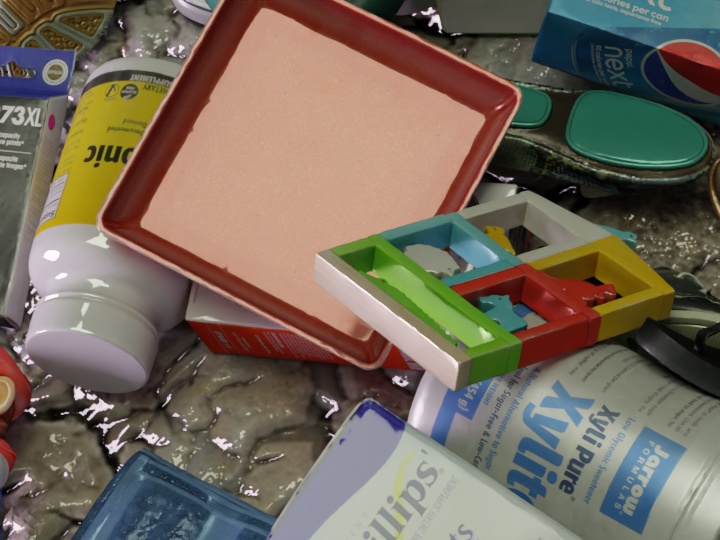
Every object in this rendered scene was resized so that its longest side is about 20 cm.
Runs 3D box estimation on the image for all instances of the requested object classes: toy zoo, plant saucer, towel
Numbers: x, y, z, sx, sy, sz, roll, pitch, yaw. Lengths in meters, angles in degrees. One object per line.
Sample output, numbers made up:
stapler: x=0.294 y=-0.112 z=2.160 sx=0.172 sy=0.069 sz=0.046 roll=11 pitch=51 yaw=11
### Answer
toy zoo: x=0.089 y=0.005 z=1.336 sx=0.199 sy=0.021 sz=0.131 roll=-16 pitch=38 yaw=-36
plant saucer: x=-0.030 y=-0.064 z=1.421 sx=0.199 sy=0.037 sz=0.201 roll=27 pitch=77 yaw=10
towel: x=-0.083 y=0.192 z=1.377 sx=0.199 sy=0.049 sz=0.112 roll=25 pitch=68 yaw=25

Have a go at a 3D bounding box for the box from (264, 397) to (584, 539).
box: x=0.055 y=0.176 z=1.238 sx=0.199 sy=0.184 sz=0.105 roll=33 pitch=78 yaw=8

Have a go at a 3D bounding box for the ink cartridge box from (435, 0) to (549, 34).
ink cartridge box: x=0.133 y=-0.266 z=1.586 sx=0.144 sy=0.084 sz=0.201 roll=1 pitch=59 yaw=14

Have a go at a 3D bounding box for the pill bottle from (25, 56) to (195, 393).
pill bottle: x=-0.150 y=-0.028 z=1.491 sx=0.110 sy=0.112 sz=0.201 roll=5 pitch=61 yaw=16

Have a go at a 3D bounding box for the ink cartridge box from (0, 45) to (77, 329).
ink cartridge box: x=-0.257 y=-0.063 z=1.559 sx=0.094 sy=0.037 sz=0.201 roll=5 pitch=72 yaw=16

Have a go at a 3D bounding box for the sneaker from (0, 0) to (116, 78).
sneaker: x=-0.206 y=-0.213 z=1.654 sx=0.200 sy=0.076 sz=0.088 roll=-44 pitch=30 yaw=-5

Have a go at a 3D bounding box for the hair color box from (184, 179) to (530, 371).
hair color box: x=0.000 y=0.000 z=1.460 sx=0.199 sy=0.064 sz=0.112 roll=5 pitch=70 yaw=17

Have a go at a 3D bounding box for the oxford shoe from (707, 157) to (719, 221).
oxford shoe: x=0.283 y=-0.016 z=1.404 sx=0.071 sy=0.073 sz=0.200 roll=-36 pitch=57 yaw=-9

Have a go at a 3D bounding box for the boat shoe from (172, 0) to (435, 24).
boat shoe: x=-0.041 y=-0.215 z=1.604 sx=0.198 sy=0.070 sz=0.071 roll=1 pitch=59 yaw=13

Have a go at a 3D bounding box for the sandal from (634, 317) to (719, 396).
sandal: x=0.247 y=0.059 z=1.328 sx=0.199 sy=0.076 sz=0.043 roll=18 pitch=99 yaw=-16

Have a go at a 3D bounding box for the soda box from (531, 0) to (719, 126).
soda box: x=0.215 y=-0.143 z=1.469 sx=0.199 sy=0.064 sz=0.068 roll=19 pitch=64 yaw=3

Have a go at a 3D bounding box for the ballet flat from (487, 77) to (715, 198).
ballet flat: x=0.131 y=-0.082 z=1.485 sx=0.199 sy=0.074 sz=0.075 roll=17 pitch=64 yaw=18

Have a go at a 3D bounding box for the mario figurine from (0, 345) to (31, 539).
mario figurine: x=-0.266 y=0.122 z=1.431 sx=0.123 sy=0.106 sz=0.201 roll=-10 pitch=59 yaw=9

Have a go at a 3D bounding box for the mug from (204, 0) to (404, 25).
mug: x=-0.033 y=-0.203 z=1.510 sx=0.151 sy=0.114 sz=0.186 roll=-21 pitch=91 yaw=5

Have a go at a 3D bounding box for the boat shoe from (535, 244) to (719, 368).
boat shoe: x=0.192 y=0.025 z=1.402 sx=0.199 sy=0.072 sz=0.068 roll=10 pitch=55 yaw=19

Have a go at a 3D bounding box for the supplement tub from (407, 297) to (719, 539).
supplement tub: x=0.137 y=0.109 z=1.327 sx=0.199 sy=0.132 sz=0.132 roll=27 pitch=68 yaw=27
